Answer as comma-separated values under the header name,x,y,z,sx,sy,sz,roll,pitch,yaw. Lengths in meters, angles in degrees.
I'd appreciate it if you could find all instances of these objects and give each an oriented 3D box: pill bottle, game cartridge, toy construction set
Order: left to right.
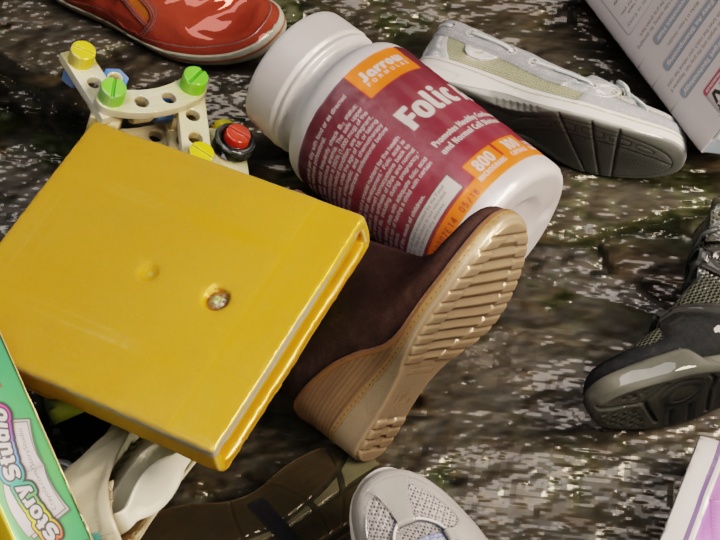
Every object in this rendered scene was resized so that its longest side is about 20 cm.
name,x,y,z,sx,sy,sz,roll,pitch,yaw
game cartridge,-0.122,0.009,0.986,0.200,0.032,0.176,20,61,24
toy construction set,-0.138,-0.058,1.126,0.131,0.092,0.200,5,67,-21
pill bottle,0.026,-0.080,1.113,0.200,0.114,0.114,40,71,21

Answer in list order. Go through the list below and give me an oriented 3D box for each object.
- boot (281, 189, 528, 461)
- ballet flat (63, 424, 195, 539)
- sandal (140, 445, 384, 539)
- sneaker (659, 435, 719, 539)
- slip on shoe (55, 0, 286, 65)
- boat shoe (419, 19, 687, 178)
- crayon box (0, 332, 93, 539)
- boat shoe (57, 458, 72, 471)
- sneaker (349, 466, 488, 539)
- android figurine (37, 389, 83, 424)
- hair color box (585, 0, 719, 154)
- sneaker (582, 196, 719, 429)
name,x,y,z,sx,sy,sz,roll,pitch,yaw
boot,0.000,0.000,1.044,0.166,0.072,0.200,50,117,31
ballet flat,-0.120,0.107,1.013,0.069,0.069,0.200,19,39,14
sandal,-0.070,0.171,1.022,0.200,0.055,0.082,-26,53,-27
sneaker,0.218,0.199,0.973,0.114,0.073,0.201,23,65,12
slip on shoe,-0.149,-0.205,1.227,0.200,0.061,0.074,22,63,14
boat shoe,0.133,-0.120,1.154,0.202,0.074,0.065,19,68,21
crayon box,-0.243,0.141,0.952,0.173,0.058,0.200,-29,84,34
boat shoe,-0.240,0.136,1.049,0.201,0.070,0.072,14,38,18
sneaker,0.058,0.184,0.909,0.075,0.082,0.200,-27,62,-12
android figurine,-0.114,0.016,1.021,0.200,0.041,0.182,-24,54,-11
hair color box,0.229,-0.180,1.141,0.061,0.099,0.200,3,44,-36
sneaker,0.215,0.026,1.066,0.199,0.076,0.114,-24,60,-12
